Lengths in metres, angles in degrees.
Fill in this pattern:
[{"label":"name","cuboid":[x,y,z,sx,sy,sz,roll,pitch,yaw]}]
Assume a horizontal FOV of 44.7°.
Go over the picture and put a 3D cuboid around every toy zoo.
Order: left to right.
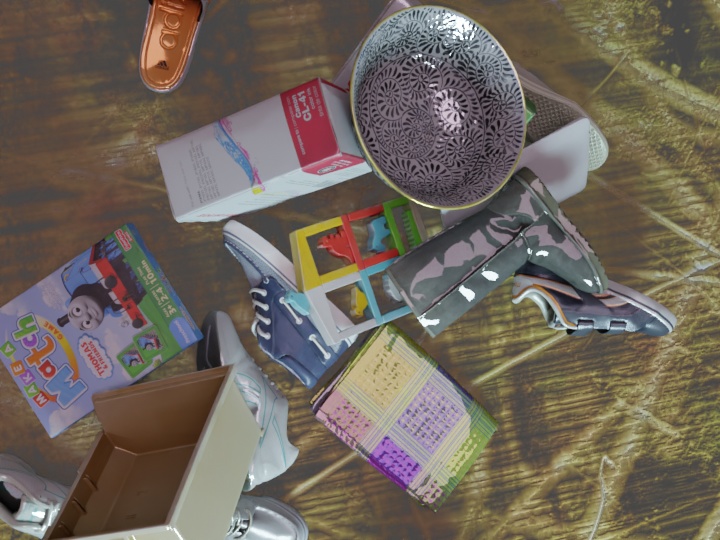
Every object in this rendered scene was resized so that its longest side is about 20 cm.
[{"label":"toy zoo","cuboid":[0.000,0.000,0.997,0.198,0.020,0.133,-19,90,-31]}]

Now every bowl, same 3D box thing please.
[{"label":"bowl","cuboid":[0.063,-0.157,0.898,0.197,0.094,0.205,3,84,-23]}]

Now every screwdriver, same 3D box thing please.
[{"label":"screwdriver","cuboid":[0.059,-0.128,0.967,0.196,0.028,0.030,11,101,12]}]

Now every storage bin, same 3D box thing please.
[{"label":"storage bin","cuboid":[-0.217,0.210,0.863,0.195,0.201,0.095,-13,123,20]}]

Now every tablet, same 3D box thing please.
[{"label":"tablet","cuboid":[0.182,-0.090,1.018,0.198,0.131,0.014,-30,55,-8]}]

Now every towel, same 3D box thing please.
[{"label":"towel","cuboid":[0.053,0.170,1.035,0.199,0.023,0.144,40,83,-5]}]

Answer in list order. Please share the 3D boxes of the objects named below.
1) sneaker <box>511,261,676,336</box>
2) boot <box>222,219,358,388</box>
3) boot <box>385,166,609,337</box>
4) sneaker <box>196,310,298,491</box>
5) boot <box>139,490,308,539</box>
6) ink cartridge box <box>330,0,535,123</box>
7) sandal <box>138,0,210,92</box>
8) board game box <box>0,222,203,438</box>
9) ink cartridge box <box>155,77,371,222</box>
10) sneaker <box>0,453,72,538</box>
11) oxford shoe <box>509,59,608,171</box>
[{"label":"sneaker","cuboid":[0.272,0.046,1.042,0.197,0.079,0.080,26,80,5]},{"label":"boot","cuboid":[-0.100,0.039,0.993,0.200,0.073,0.091,43,78,-5]},{"label":"boot","cuboid":[0.153,0.008,0.980,0.199,0.073,0.182,-41,92,-1]},{"label":"sneaker","cuboid":[-0.131,0.141,0.997,0.079,0.070,0.204,-12,82,-35]},{"label":"boot","cuboid":[-0.151,0.283,0.966,0.196,0.096,0.075,15,86,-7]},{"label":"ink cartridge box","cuboid":[0.079,-0.194,0.995,0.199,0.084,0.146,41,112,-4]},{"label":"sandal","cuboid":[-0.210,-0.310,1.000,0.078,0.059,0.211,9,87,-7]},{"label":"board game box","cuboid":[-0.298,0.066,0.972,0.198,0.037,0.153,-33,92,3]},{"label":"ink cartridge box","cuboid":[-0.093,-0.121,0.929,0.197,0.147,0.087,-16,88,18]},{"label":"sneaker","cuboid":[-0.334,0.265,0.945,0.198,0.080,0.071,25,83,-7]},{"label":"oxford shoe","cuboid":[0.216,-0.192,1.053,0.198,0.058,0.076,32,124,-6]}]
